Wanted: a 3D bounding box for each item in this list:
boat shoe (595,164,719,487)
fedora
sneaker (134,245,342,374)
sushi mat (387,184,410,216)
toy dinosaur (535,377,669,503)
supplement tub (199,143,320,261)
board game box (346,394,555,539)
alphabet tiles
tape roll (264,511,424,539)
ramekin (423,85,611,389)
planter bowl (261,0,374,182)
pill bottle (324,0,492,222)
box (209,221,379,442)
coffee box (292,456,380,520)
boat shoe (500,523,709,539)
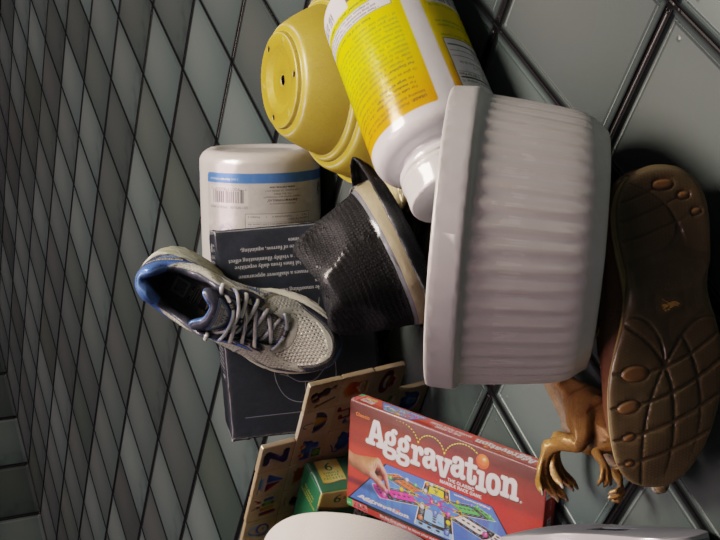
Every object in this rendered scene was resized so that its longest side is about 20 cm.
[{"bbox_3d":[0.185,0.034,0.752,0.068,0.072,0.201,-146,55,-85],"label":"boat shoe"},{"bbox_3d":[0.000,0.000,1.017,0.201,0.091,0.201,63,176,8],"label":"fedora"},{"bbox_3d":[-0.114,0.043,1.049,0.085,0.200,0.077,-24,-46,-81],"label":"sneaker"},{"bbox_3d":[0.008,-0.133,1.146,0.096,0.012,0.200,-51,49,55],"label":"sushi mat"},{"bbox_3d":[0.159,0.105,0.847,0.106,0.060,0.200,-59,43,15],"label":"toy dinosaur"},{"bbox_3d":[-0.106,-0.032,1.270,0.132,0.132,0.201,22,115,62],"label":"supplement tub"},{"bbox_3d":[0.070,0.179,0.979,0.200,0.019,0.103,16,110,38],"label":"board game box"},{"bbox_3d":[-0.023,0.167,1.091,0.008,0.167,0.200,52,140,40],"label":"alphabet tiles"},{"bbox_3d":[0.001,0.288,1.051,0.203,0.202,0.037,116,177,-48],"label":"tape roll"},{"bbox_3d":[0.104,-0.019,0.780,0.200,0.105,0.201,5,-90,-83],"label":"ramekin"},{"bbox_3d":[-0.042,-0.181,1.128,0.200,0.083,0.201,19,111,61],"label":"planter bowl"},{"bbox_3d":[0.047,-0.142,0.948,0.109,0.109,0.200,122,136,-52],"label":"pill bottle"},{"bbox_3d":[-0.065,0.054,1.157,0.107,0.148,0.201,-175,80,-80],"label":"box"},{"bbox_3d":[-0.009,0.259,1.136,0.044,0.123,0.200,-122,37,-46],"label":"coffee box"},{"bbox_3d":[0.163,0.211,0.818,0.200,0.073,0.066,157,110,-65],"label":"boat shoe"}]
